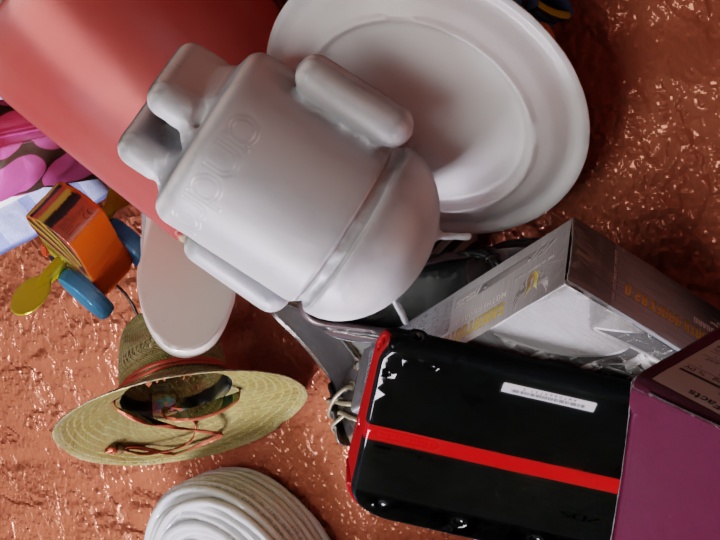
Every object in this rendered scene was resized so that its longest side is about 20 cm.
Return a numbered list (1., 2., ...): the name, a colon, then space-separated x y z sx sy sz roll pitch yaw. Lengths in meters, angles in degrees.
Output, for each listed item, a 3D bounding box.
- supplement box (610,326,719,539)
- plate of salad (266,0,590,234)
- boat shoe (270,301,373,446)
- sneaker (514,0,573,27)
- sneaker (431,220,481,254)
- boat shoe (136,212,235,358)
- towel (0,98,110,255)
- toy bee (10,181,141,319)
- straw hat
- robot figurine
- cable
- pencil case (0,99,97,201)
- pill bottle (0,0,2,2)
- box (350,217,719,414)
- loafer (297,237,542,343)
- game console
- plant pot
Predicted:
1. supplement box: 0.224 0.095 0.858 0.103 0.200 0.131 26 124 36
2. plate of salad: 0.040 -0.103 0.998 0.199 0.048 0.200 14 138 13
3. boat shoe: 0.016 0.083 1.107 0.200 0.073 0.075 38 157 4
4. sneaker: 0.072 -0.151 1.005 0.079 0.066 0.200 50 135 12
5. sneaker: 0.000 0.000 1.131 0.200 0.076 0.116 -21 90 45
6. boat shoe: -0.129 -0.020 1.212 0.069 0.072 0.201 89 168 -59
7. towel: -0.303 -0.096 1.305 0.200 0.147 0.024 55 -168 -40
8. toy bee: -0.212 -0.007 1.270 0.109 0.131 0.200 33 143 28
9. straw hat: -0.140 0.073 1.250 0.201 0.200 0.085 -36 57 46
10. robot figurine: -0.038 -0.046 0.974 0.200 0.113 0.170 32 130 -6
11. cable: -0.091 0.255 1.335 0.200 0.069 0.201 23 121 36
12. pencil case: -0.234 -0.097 1.231 0.093 0.200 0.091 -2 105 47
13. pill bottle: -0.301 -0.158 1.340 0.109 0.109 0.200 40 131 26
14. box: 0.116 0.063 0.994 0.158 0.048 0.200 30 140 -24
15. loafer: 0.058 0.020 1.034 0.199 0.063 0.072 -3 93 17
16. game console: 0.096 0.106 0.998 0.199 0.031 0.177 12 138 0
17. plant pot: -0.126 -0.129 1.131 0.177 0.200 0.200 48 135 6
